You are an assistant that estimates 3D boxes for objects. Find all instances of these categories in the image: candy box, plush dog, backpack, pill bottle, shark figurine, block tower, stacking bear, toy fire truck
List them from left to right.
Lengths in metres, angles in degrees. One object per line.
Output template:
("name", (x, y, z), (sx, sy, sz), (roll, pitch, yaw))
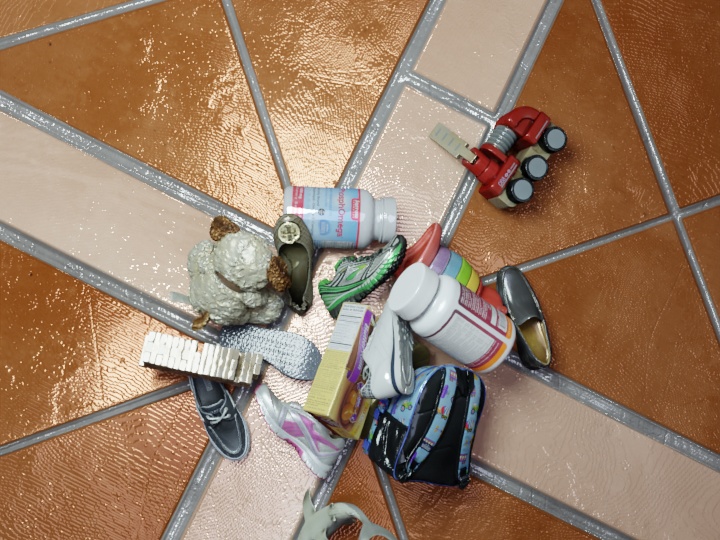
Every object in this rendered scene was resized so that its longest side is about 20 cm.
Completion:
("block tower", (-0.268, 0.151, 1.095), (0.198, 0.058, 0.054), (12, 68, -9))
("plush dog", (-0.213, 0.007, 1.093), (0.199, 0.161, 0.172), (37, 119, 1))
("pill bottle", (-0.038, -0.094, 1.165), (0.198, 0.109, 0.110), (2, 84, -4))
("shark figurine", (-0.027, 0.436, 1.121), (0.089, 0.214, 0.129), (27, 47, -37))
("candy box", (-0.016, 0.170, 1.108), (0.056, 0.117, 0.201), (5, 60, 32))
("backpack", (0.116, 0.250, 1.105), (0.182, 0.134, 0.201), (19, 89, -36))
("pill bottle", (0.150, 0.077, 1.070), (0.199, 0.109, 0.110), (34, 83, -19))
("stacking bear", (0.171, 0.031, 1.170), (0.199, 0.114, 0.121), (36, 127, -12))
("toy fire truck", (0.245, -0.234, 1.206), (0.199, 0.129, 0.177), (36, 83, -10))

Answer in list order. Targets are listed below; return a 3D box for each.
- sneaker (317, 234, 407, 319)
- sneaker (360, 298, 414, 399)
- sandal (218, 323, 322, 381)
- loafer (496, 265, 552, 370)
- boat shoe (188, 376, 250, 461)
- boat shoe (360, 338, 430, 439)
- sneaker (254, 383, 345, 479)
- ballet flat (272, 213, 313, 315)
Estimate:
("sneaker", (0.000, 0.000, 1.148), (0.200, 0.078, 0.085), (-39, 84, 21))
("sneaker", (0.042, 0.123, 1.085), (0.080, 0.201, 0.077), (-18, 128, 22))
("sandal", (-0.156, 0.140, 1.174), (0.199, 0.043, 0.077), (21, 76, 8))
("loafer", (0.307, 0.084, 1.190), (0.072, 0.072, 0.201), (-21, 86, -5))
("boat shoe", (-0.251, 0.241, 1.138), (0.071, 0.068, 0.201), (-20, 86, -6))
("boat shoe", (0.045, 0.210, 1.171), (0.073, 0.063, 0.201), (35, 88, -37))
("sneaker", (-0.104, 0.266, 1.146), (0.088, 0.081, 0.200), (-44, 97, -8))
("ballet flat", (-0.114, -0.004, 1.128), (0.067, 0.046, 0.201), (-1, 123, 2))
